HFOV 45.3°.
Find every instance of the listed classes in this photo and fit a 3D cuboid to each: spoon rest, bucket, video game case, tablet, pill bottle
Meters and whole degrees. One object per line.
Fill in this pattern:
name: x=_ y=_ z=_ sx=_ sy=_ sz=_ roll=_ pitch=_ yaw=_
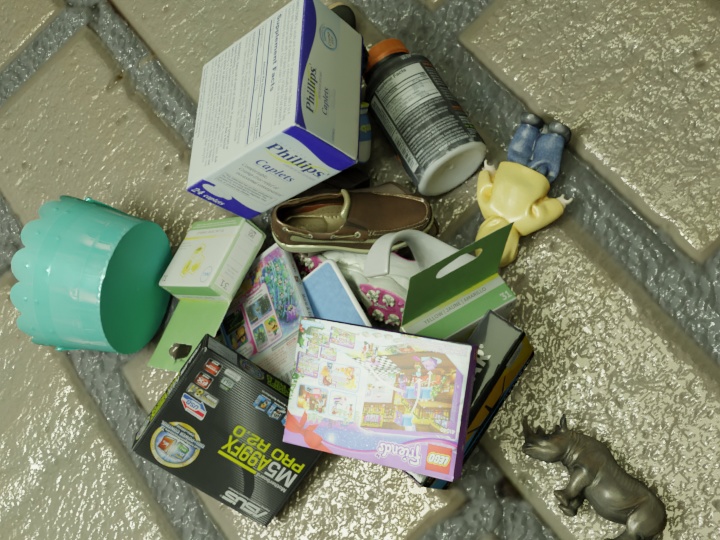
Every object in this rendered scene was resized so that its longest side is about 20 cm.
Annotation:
spoon rest: x=0.087 y=-0.009 z=1.025 sx=0.098 sy=0.198 sz=0.062 roll=-8 pitch=76 yaw=45
bucket: x=-0.350 y=0.012 z=1.153 sx=0.132 sy=0.207 sz=0.212 roll=11 pitch=79 yaw=17
video game case: x=-0.138 y=0.091 z=1.121 sx=0.199 sy=0.023 sz=0.185 roll=-34 pitch=66 yaw=30
tablet: x=-0.031 y=0.103 z=1.088 sx=0.129 sy=0.014 sz=0.202 roll=-37 pitch=77 yaw=28
pill bottle: x=0.073 y=-0.207 z=1.127 sx=0.105 sy=0.106 sz=0.202 roll=-32 pitch=69 yaw=6

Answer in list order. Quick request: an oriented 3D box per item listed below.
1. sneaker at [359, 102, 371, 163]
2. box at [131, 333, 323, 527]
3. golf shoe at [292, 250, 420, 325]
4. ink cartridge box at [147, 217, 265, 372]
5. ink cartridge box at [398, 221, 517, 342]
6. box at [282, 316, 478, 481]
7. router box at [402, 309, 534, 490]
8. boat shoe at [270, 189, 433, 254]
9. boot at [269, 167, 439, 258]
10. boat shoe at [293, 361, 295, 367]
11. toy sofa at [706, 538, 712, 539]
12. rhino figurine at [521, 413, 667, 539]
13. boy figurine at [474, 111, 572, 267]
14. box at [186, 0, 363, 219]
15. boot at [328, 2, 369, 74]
sneaker: x=-0.066 y=-0.168 z=1.160 sx=0.197 sy=0.073 sz=0.084 roll=-8 pitch=102 yaw=41
box: x=-0.150 y=0.197 z=1.045 sx=0.198 sy=0.044 sz=0.161 roll=35 pitch=101 yaw=-16
golf shoe: x=0.000 y=0.000 z=1.124 sx=0.197 sy=0.076 sz=0.092 roll=25 pitch=57 yaw=25
ink cartridge box: x=-0.215 y=0.029 z=1.122 sx=0.144 sy=0.048 sz=0.203 roll=-1 pitch=57 yaw=52
ink cartridge box: x=0.111 y=0.045 z=0.977 sx=0.144 sy=0.201 sz=0.048 roll=-28 pitch=66 yaw=-20
box: x=0.019 y=0.132 z=0.918 sx=0.196 sy=0.039 sz=0.140 roll=9 pitch=89 yaw=21
router box: x=0.122 y=0.154 z=0.993 sx=0.051 sy=0.149 sz=0.202 roll=32 pitch=87 yaw=22
boat shoe: x=-0.010 y=-0.061 z=1.030 sx=0.198 sy=0.075 sz=0.076 roll=-9 pitch=66 yaw=1
boot: x=-0.016 y=-0.062 z=1.107 sx=0.145 sy=0.071 sz=0.199 roll=-34 pitch=46 yaw=-26
boat shoe: x=-0.002 y=0.170 z=1.022 sx=0.073 sy=0.061 sz=0.200 roll=-35 pitch=109 yaw=26
toy sofa: x=0.371 y=0.389 z=0.883 sx=0.082 sy=0.098 sz=0.203 roll=-25 pitch=71 yaw=8
rhino figurine: x=0.258 y=0.237 z=0.976 sx=0.087 sy=0.060 sz=0.200 roll=-40 pitch=66 yaw=-12
boy figurine: x=0.202 y=-0.092 z=1.080 sx=0.122 sy=0.064 sz=0.203 roll=20 pitch=83 yaw=20
box: x=-0.100 y=-0.188 z=1.020 sx=0.198 sy=0.104 sz=0.188 roll=-22 pitch=56 yaw=39
boot: x=-0.021 y=-0.294 z=1.150 sx=0.137 sy=0.077 sz=0.203 roll=-11 pitch=48 yaw=47
